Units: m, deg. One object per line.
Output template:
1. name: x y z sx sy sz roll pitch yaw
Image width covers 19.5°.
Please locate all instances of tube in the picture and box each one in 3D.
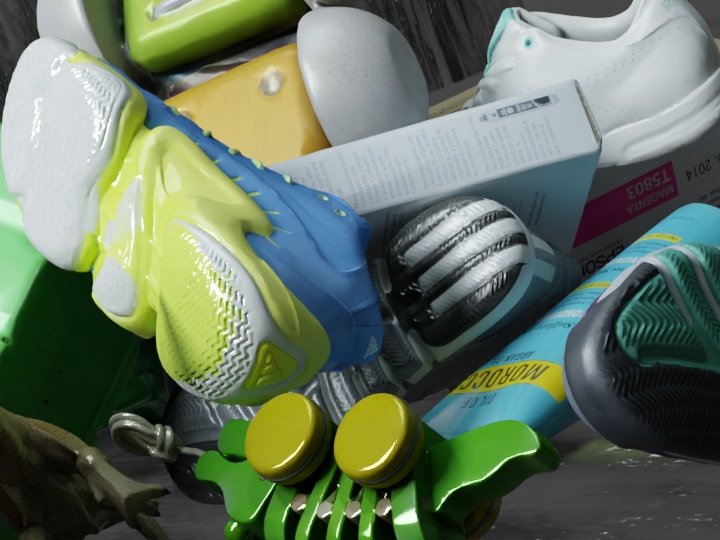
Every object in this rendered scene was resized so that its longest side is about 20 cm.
1. tube: 0.087 0.035 0.843 0.199 0.051 0.077 -33 6 -39

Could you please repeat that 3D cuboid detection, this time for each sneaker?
1. sneaker: -0.062 -0.018 0.816 0.104 0.200 0.076 4 -53 -42
2. sneaker: 0.077 -0.080 1.013 0.199 0.089 0.075 -24 19 21
3. sneaker: 0.118 0.033 0.715 0.199 0.075 0.087 -14 -14 -48
4. sneaker: 0.015 0.047 0.911 0.199 0.076 0.115 -32 -26 25

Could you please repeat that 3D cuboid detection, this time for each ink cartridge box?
1. ink cartridge box: 0.120 -0.063 1.169 0.199 0.076 0.165 -26 24 -17
2. ink cartridge box: 0.000 0.000 0.945 0.198 0.041 0.200 -17 -22 -10

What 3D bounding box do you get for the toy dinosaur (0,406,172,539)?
1. toy dinosaur: -0.117 0.073 0.750 0.058 0.200 0.101 -45 56 -9

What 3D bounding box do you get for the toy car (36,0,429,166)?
1. toy car: -0.048 -0.092 1.013 0.174 0.202 0.150 -21 -20 20

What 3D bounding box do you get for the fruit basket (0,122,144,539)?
1. fruit basket: -0.204 0.035 0.915 0.214 0.217 0.156 -18 -35 12

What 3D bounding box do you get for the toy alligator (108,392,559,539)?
1. toy alligator: -0.020 0.079 0.719 0.199 0.059 0.055 -3 59 39

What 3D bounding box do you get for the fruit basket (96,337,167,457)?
1. fruit basket: -0.133 0.061 1.093 0.184 0.094 0.200 -25 -11 9
